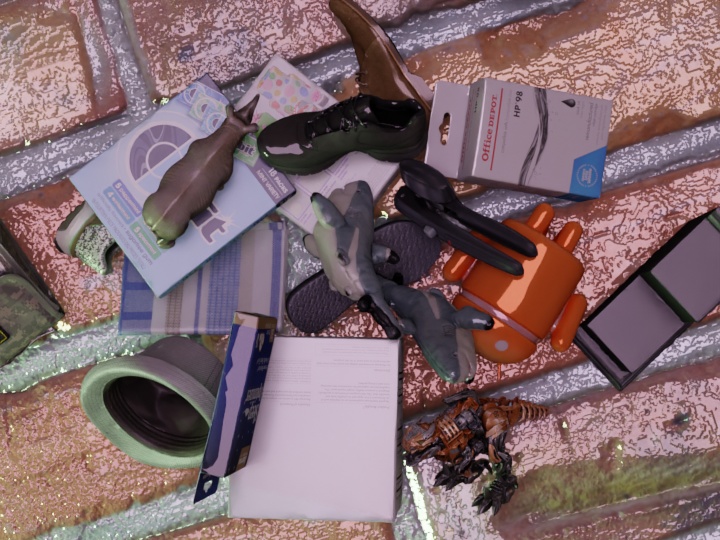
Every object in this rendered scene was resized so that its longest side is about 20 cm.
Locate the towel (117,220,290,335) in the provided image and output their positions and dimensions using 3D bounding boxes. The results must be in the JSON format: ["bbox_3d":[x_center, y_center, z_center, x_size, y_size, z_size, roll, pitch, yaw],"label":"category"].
[{"bbox_3d":[-0.183,0.011,1.680,0.198,0.024,0.148,-2,62,3],"label":"towel"}]

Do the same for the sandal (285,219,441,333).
[{"bbox_3d":[-0.001,0.000,1.679,0.199,0.043,0.077,-28,104,-3],"label":"sandal"}]

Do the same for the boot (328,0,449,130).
[{"bbox_3d":[0.015,-0.241,1.685,0.075,0.074,0.201,-37,89,7],"label":"boot"}]

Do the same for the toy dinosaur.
[{"bbox_3d":[0.137,0.193,1.621,0.198,0.102,0.137,-7,111,-12],"label":"toy dinosaur"}]

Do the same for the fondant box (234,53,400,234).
[{"bbox_3d":[-0.063,-0.136,1.689,0.199,0.058,0.145,38,90,3],"label":"fondant box"}]

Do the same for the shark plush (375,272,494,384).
[{"bbox_3d":[0.065,0.048,1.590,0.200,0.083,0.091,51,135,24],"label":"shark plush"}]

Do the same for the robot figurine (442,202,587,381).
[{"bbox_3d":[0.181,0.023,1.638,0.143,0.116,0.201,33,90,-34],"label":"robot figurine"}]

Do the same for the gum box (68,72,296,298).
[{"bbox_3d":[-0.202,-0.096,1.633,0.199,0.045,0.170,-38,89,-4],"label":"gum box"}]

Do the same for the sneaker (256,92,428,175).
[{"bbox_3d":[-0.019,-0.163,1.607,0.198,0.091,0.077,-10,70,-8],"label":"sneaker"}]

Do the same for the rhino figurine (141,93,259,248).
[{"bbox_3d":[-0.170,-0.114,1.570,0.060,0.087,0.201,38,86,-1],"label":"rhino figurine"}]

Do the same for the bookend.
[{"bbox_3d":[0.341,0.037,1.586,0.199,0.200,0.092,-43,85,0],"label":"bookend"}]

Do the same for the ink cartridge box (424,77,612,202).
[{"bbox_3d":[0.181,-0.152,1.646,0.198,0.067,0.117,8,88,-12],"label":"ink cartridge box"}]

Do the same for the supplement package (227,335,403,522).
[{"bbox_3d":[-0.046,0.175,1.629,0.189,0.147,0.202,1,88,5],"label":"supplement package"}]

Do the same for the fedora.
[{"bbox_3d":[-0.219,0.141,1.647,0.177,0.199,0.091,44,50,-16],"label":"fedora"}]

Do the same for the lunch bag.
[{"bbox_3d":[-0.465,0.029,1.679,0.164,0.118,0.201,-38,92,0],"label":"lunch bag"}]

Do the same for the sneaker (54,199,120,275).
[{"bbox_3d":[-0.263,-0.073,1.681,0.089,0.077,0.200,42,90,17],"label":"sneaker"}]

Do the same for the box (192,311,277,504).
[{"bbox_3d":[-0.130,0.145,1.504,0.032,0.121,0.202,13,89,6],"label":"box"}]

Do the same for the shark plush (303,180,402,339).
[{"bbox_3d":[0.004,-0.018,1.577,0.083,0.091,0.201,-12,46,-18],"label":"shark plush"}]

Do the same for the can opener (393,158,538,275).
[{"bbox_3d":[0.113,-0.051,1.607,0.200,0.079,0.064,39,87,31],"label":"can opener"}]
